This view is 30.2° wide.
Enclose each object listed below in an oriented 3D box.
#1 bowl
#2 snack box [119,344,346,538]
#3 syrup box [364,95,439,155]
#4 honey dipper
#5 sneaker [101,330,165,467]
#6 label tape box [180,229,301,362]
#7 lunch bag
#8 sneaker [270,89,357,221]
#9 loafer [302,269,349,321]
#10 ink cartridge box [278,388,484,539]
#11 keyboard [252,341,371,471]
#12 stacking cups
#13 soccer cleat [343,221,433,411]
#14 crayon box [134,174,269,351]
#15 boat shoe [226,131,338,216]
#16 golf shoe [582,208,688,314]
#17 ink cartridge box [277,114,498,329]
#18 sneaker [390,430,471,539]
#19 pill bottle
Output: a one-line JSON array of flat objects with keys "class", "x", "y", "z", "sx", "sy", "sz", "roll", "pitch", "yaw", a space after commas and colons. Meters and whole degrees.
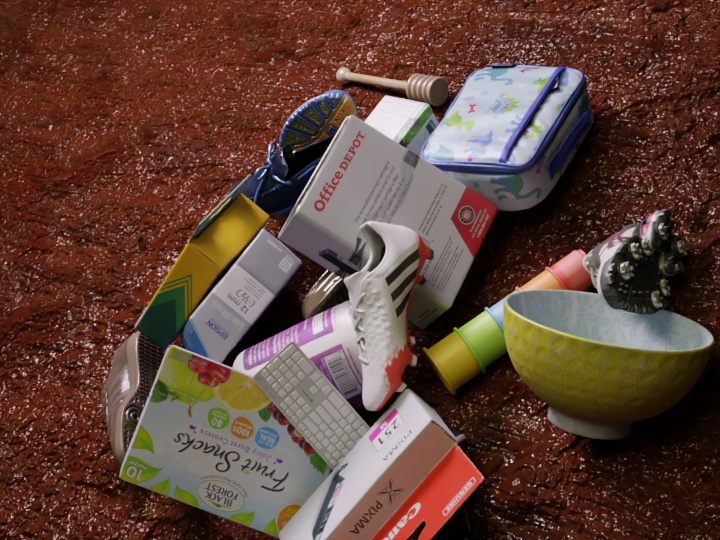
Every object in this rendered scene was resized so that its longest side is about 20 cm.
[{"class": "bowl", "x": 0.225, "y": 0.095, "z": 1.264, "sx": 0.199, "sy": 0.199, "sz": 0.109, "roll": 21, "pitch": 108, "yaw": 44}, {"class": "snack box", "x": -0.127, "y": 0.177, "z": 1.356, "sx": 0.053, "sy": 0.199, "sz": 0.143, "roll": 176, "pitch": 115, "yaw": -79}, {"class": "syrup box", "x": 0.017, "y": -0.112, "z": 1.632, "sx": 0.081, "sy": 0.079, "sz": 0.200, "roll": 18, "pitch": 64, "yaw": 42}, {"class": "honey dipper", "x": 0.037, "y": -0.251, "z": 1.783, "sx": 0.199, "sy": 0.038, "sz": 0.038, "roll": 20, "pitch": 65, "yaw": 47}, {"class": "sneaker", "x": -0.273, "y": 0.166, "z": 1.597, "sx": 0.075, "sy": 0.070, "sz": 0.201, "roll": -36, "pitch": 35, "yaw": 31}, {"class": "label tape box", "x": -0.161, "y": 0.059, "z": 1.551, "sx": 0.200, "sy": 0.066, "sz": 0.143, "roll": -50, "pitch": 1, "yaw": -17}, {"class": "lunch bag", "x": 0.174, "y": -0.158, "z": 1.547, "sx": 0.160, "sy": 0.083, "sz": 0.200, "roll": 10, "pitch": 47, "yaw": 34}, {"class": "sneaker", "x": -0.066, "y": -0.156, "z": 1.675, "sx": 0.200, "sy": 0.075, "sz": 0.088, "roll": -50, "pitch": 4, "yaw": 32}, {"class": "loafer", "x": 0.000, "y": 0.000, "z": 1.550, "sx": 0.200, "sy": 0.076, "sz": 0.067, "roll": -43, "pitch": 40, "yaw": -23}, {"class": "ink cartridge box", "x": 0.013, "y": 0.223, "z": 1.254, "sx": 0.200, "sy": 0.044, "sz": 0.174, "roll": -49, "pitch": 18, "yaw": 2}, {"class": "keyboard", "x": -0.023, "y": 0.163, "z": 1.342, "sx": 0.056, "sy": 0.200, "sz": 0.011, "roll": -41, "pitch": 6, "yaw": -1}, {"class": "stacking cups", "x": 0.162, "y": 0.052, "z": 1.410, "sx": 0.199, "sy": 0.061, "sz": 0.061, "roll": -34, "pitch": 41, "yaw": -5}, {"class": "soccer cleat", "x": 0.017, "y": 0.043, "z": 1.359, "sx": 0.069, "sy": 0.085, "sz": 0.201, "roll": -28, "pitch": 44, "yaw": 58}, {"class": "crayon box", "x": -0.182, "y": -0.007, "z": 1.583, "sx": 0.200, "sy": 0.051, "sz": 0.126, "roll": -53, "pitch": -1, "yaw": 40}, {"class": "boat shoe", "x": -0.079, "y": -0.127, "z": 1.599, "sx": 0.199, "sy": 0.069, "sz": 0.085, "roll": -23, "pitch": 41, "yaw": 18}, {"class": "golf shoe", "x": 0.262, "y": 0.003, "z": 1.328, "sx": 0.088, "sy": 0.078, "sz": 0.200, "roll": -20, "pitch": 6, "yaw": 30}, {"class": "ink cartridge box", "x": 0.029, "y": -0.054, "z": 1.477, "sx": 0.145, "sy": 0.199, "sz": 0.084, "roll": -61, "pitch": 8, "yaw": -27}, {"class": "sneaker", "x": 0.077, "y": 0.251, "z": 1.286, "sx": 0.082, "sy": 0.072, "sz": 0.201, "roll": 22, "pitch": 57, "yaw": 7}, {"class": "pill bottle", "x": -0.069, "y": 0.121, "z": 1.451, "sx": 0.199, "sy": 0.112, "sz": 0.113, "roll": -25, "pitch": 42, "yaw": 11}]
